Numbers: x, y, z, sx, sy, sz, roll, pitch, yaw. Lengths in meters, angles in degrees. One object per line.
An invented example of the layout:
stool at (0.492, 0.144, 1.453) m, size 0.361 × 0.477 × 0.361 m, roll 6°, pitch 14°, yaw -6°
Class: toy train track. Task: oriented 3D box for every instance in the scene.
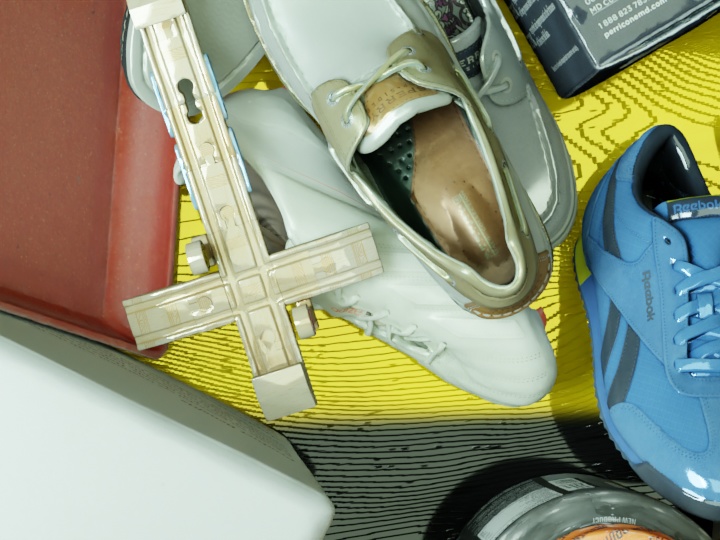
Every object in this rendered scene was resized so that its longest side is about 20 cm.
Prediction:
toy train track at (-0.061, -0.031, 1.232) m, size 0.114 × 0.033 × 0.201 m, roll -18°, pitch 96°, yaw 5°

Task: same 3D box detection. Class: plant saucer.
plant saucer at (-0.151, -0.076, 1.233) m, size 0.037 × 0.199 × 0.202 m, roll -7°, pitch 73°, yaw 34°

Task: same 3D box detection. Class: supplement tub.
supplement tub at (0.099, 0.152, 1.228) m, size 0.122 × 0.200 × 0.124 m, roll 0°, pitch 89°, yaw -2°

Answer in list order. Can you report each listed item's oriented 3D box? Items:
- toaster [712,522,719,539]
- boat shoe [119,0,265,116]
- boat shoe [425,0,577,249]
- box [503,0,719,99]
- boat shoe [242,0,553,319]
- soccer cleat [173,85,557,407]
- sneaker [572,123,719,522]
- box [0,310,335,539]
toaster at (0.258, 0.080, 1.276) m, size 0.179 × 0.119 × 0.202 m, roll 6°, pitch 89°, yaw -1°
boat shoe at (-0.063, -0.164, 1.286) m, size 0.074 × 0.060 × 0.201 m, roll 23°, pitch 82°, yaw -33°
boat shoe at (0.041, -0.099, 1.296) m, size 0.072 × 0.069 × 0.201 m, roll -22°, pitch 90°, yaw -2°
box at (0.090, -0.190, 1.260) m, size 0.104 × 0.148 × 0.201 m, roll -30°, pitch 91°, yaw -3°
boat shoe at (0.018, -0.070, 1.228) m, size 0.075 × 0.068 × 0.200 m, roll -38°, pitch 87°, yaw 1°
soccer cleat at (0.000, 0.000, 1.284) m, size 0.200 × 0.069 × 0.078 m, roll 42°, pitch 47°, yaw 4°
sneaker at (0.139, 0.018, 1.238) m, size 0.065 × 0.201 × 0.079 m, roll 7°, pitch 132°, yaw -17°
box at (-0.146, 0.129, 1.219) m, size 0.198 × 0.171 × 0.201 m, roll 27°, pitch 91°, yaw -9°
